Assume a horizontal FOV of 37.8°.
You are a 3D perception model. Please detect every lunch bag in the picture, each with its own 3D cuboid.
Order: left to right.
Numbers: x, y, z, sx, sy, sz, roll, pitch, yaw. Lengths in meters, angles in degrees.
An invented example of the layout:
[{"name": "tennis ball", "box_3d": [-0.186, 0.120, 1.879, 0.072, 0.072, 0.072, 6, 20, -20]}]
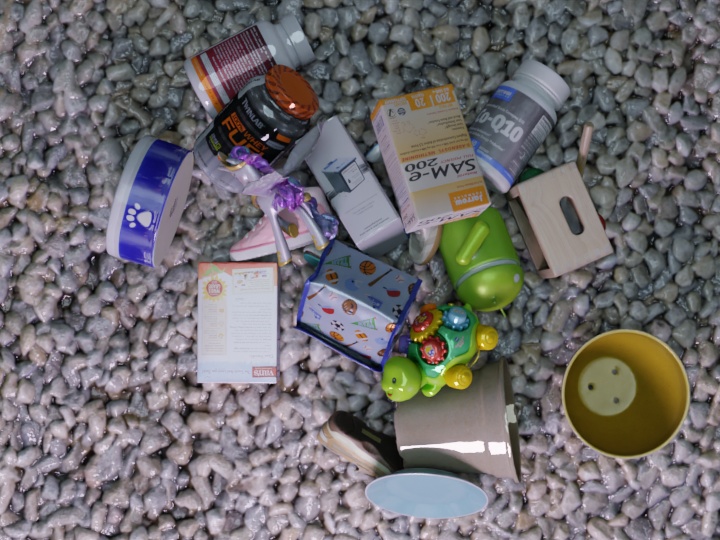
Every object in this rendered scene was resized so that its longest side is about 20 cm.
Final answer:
[{"name": "lunch bag", "box_3d": [-0.013, 0.073, 1.687, 0.169, 0.200, 0.124, 27, 56, 5]}]

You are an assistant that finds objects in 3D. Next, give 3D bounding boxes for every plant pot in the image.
[{"name": "plant pot", "box_3d": [0.154, 0.248, 1.691, 0.182, 0.200, 0.202, -8, 89, 12]}, {"name": "plant pot", "box_3d": [0.413, 0.192, 1.700, 0.199, 0.142, 0.201, 0, 89, 1]}]

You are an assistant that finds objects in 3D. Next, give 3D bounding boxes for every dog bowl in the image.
[{"name": "dog bowl", "box_3d": [-0.335, -0.109, 1.686, 0.078, 0.200, 0.201, 17, 89, -2]}]

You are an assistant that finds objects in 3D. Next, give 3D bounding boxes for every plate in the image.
[{"name": "plate", "box_3d": [0.106, 0.354, 1.690, 0.199, 0.200, 0.026, 6, 59, 1]}]

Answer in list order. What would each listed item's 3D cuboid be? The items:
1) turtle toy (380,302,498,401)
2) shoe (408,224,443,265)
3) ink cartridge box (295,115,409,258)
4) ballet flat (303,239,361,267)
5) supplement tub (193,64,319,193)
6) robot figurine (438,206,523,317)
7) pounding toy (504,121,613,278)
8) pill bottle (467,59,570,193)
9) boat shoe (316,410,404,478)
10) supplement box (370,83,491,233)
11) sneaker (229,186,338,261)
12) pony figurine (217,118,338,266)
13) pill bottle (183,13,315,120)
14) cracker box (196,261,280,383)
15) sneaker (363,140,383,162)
[{"name": "turtle toy", "box_3d": [0.111, 0.126, 1.634, 0.101, 0.146, 0.200, 46, 71, -24]}, {"name": "shoe", "box_3d": [0.101, -0.108, 1.693, 0.053, 0.070, 0.201, 6, 100, -27]}, {"name": "ink cartridge box", "box_3d": [-0.010, -0.128, 1.691, 0.086, 0.146, 0.200, -33, 76, 2]}, {"name": "ballet flat", "box_3d": [0.000, 0.000, 1.753, 0.199, 0.069, 0.070, 33, 89, 2]}, {"name": "supplement tub", "box_3d": [-0.165, -0.227, 1.682, 0.123, 0.122, 0.200, 49, 119, 1]}, {"name": "robot figurine", "box_3d": [0.192, -0.023, 1.704, 0.115, 0.175, 0.201, -25, 65, 14]}, {"name": "pounding toy", "box_3d": [0.326, -0.107, 1.686, 0.142, 0.184, 0.201, -23, 88, 0]}, {"name": "pill bottle", "box_3d": [0.249, -0.237, 1.722, 0.114, 0.114, 0.200, 35, 86, 1]}, {"name": "boat shoe", "box_3d": [0.018, 0.309, 1.747, 0.200, 0.072, 0.076, 37, 123, -7]}, {"name": "supplement box", "box_3d": [0.106, -0.171, 1.611, 0.125, 0.074, 0.201, -15, 80, -15]}, {"name": "sneaker", "box_3d": [-0.135, -0.082, 1.726, 0.199, 0.075, 0.105, -16, 90, 25]}, {"name": "pony figurine", "box_3d": [-0.117, -0.120, 1.592, 0.200, 0.193, 0.167, 56, 49, -12]}, {"name": "pill bottle", "box_3d": [-0.180, -0.339, 1.732, 0.199, 0.113, 0.113, -27, 89, 1]}, {"name": "cracker box", "box_3d": [-0.202, 0.087, 1.752, 0.133, 0.058, 0.201, 1, 88, 1]}, {"name": "sneaker", "box_3d": [0.091, -0.204, 1.708, 0.199, 0.072, 0.073, -20, 80, -36]}]
